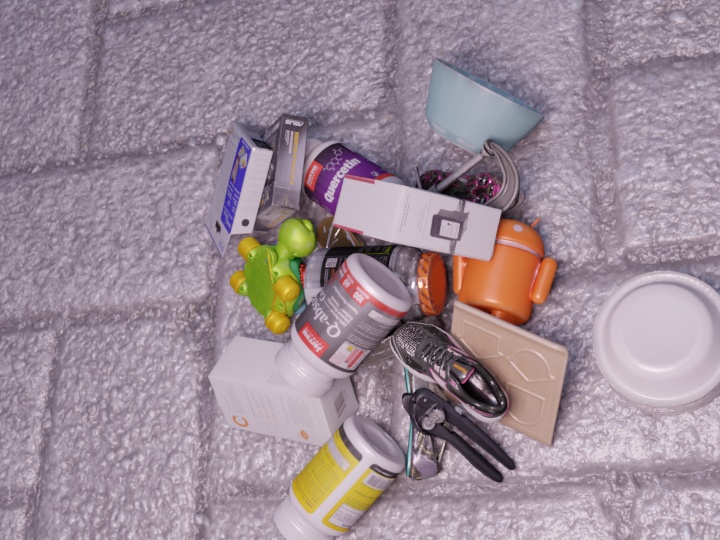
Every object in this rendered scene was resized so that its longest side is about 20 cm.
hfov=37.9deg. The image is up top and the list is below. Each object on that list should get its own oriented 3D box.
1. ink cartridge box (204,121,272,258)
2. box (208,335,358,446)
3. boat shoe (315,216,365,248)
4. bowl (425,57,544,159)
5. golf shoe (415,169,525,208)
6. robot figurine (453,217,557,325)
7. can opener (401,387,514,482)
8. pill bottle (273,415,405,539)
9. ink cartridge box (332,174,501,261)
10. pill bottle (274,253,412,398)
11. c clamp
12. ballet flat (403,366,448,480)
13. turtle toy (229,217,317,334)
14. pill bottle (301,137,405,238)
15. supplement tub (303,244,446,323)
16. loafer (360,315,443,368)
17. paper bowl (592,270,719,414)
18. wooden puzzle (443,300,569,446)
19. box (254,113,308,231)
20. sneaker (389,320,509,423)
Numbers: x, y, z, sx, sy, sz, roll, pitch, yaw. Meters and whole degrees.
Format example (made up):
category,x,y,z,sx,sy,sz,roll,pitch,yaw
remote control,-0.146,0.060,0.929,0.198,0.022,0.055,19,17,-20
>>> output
category,x,y,z,sx,sy,sz,roll,pitch,yaw
ink cartridge box,-0.213,-0.140,1.814,0.198,0.043,0.200,-129,55,-63
box,-0.121,0.192,1.664,0.200,0.124,0.098,8,44,24
boat shoe,0.000,0.000,1.732,0.074,0.066,0.200,-32,73,16
bowl,0.184,-0.252,1.696,0.201,0.201,0.105,38,107,29
golf shoe,0.173,-0.120,1.705,0.200,0.092,0.073,10,90,47
robot figurine,0.215,0.007,1.613,0.144,0.117,0.200,-18,55,66
can opener,0.148,0.239,1.540,0.200,0.079,0.063,36,106,-9
pill bottle,-0.035,0.327,1.590,0.200,0.114,0.114,-49,60,12
ink cartridge box,0.086,-0.077,1.544,0.145,0.200,0.083,17,95,51
pill bottle,-0.028,0.082,1.514,0.200,0.116,0.116,-50,60,17
c clamp,0.161,-0.135,1.633,0.200,0.027,0.171,-31,58,39
ballet flat,0.101,0.220,1.609,0.072,0.072,0.200,-6,76,21
turtle toy,-0.131,0.001,1.746,0.146,0.101,0.200,45,134,29
pill bottle,-0.024,-0.146,1.770,0.200,0.112,0.112,35,87,30
supplement tub,0.024,0.022,1.617,0.200,0.123,0.123,-2,70,23
loafer,0.034,0.107,1.670,0.200,0.070,0.070,-15,108,11
paper bowl,0.433,0.098,1.496,0.201,0.104,0.201,-8,67,19
wooden puzzle,0.215,0.145,1.539,0.185,0.200,0.046,24,43,28
box,-0.146,-0.162,1.782,0.048,0.200,0.159,8,78,-19
sneaker,0.135,0.137,1.493,0.200,0.086,0.080,33,80,4
